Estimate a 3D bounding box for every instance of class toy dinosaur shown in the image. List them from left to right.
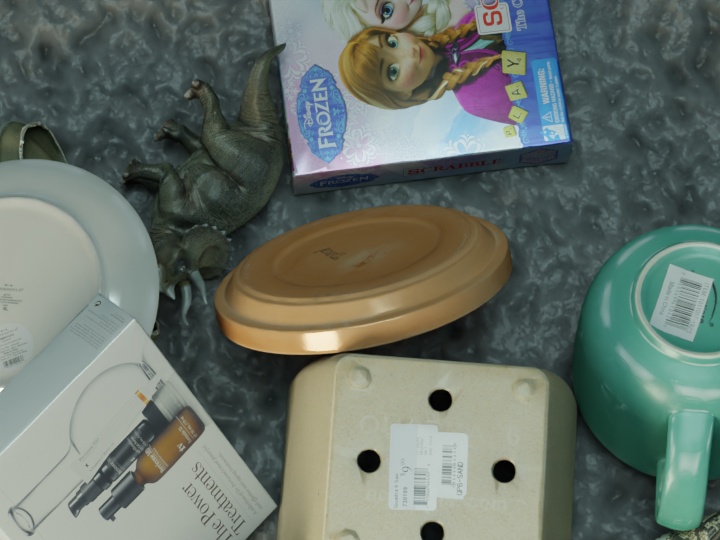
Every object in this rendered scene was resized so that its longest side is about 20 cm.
[{"bbox_3d":[-0.101,-0.064,1.799,0.102,0.077,0.200,37,72,-1],"label":"toy dinosaur"}]

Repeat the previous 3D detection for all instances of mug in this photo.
[{"bbox_3d":[0.225,0.059,1.718,0.151,0.115,0.186,-23,62,-14],"label":"mug"}]

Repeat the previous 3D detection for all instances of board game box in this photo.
[{"bbox_3d":[0.037,-0.163,1.842,0.198,0.041,0.201,-8,72,-4],"label":"board game box"}]

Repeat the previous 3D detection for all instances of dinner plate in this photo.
[{"bbox_3d":[-0.230,0.017,1.703,0.199,0.024,0.201,-4,71,11],"label":"dinner plate"}]

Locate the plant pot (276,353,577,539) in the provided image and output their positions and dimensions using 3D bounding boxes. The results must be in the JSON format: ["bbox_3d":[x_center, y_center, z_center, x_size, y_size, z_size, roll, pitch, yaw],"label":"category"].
[{"bbox_3d":[0.046,0.147,1.670,0.199,0.177,0.201,5,72,-1],"label":"plant pot"}]

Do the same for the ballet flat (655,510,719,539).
[{"bbox_3d":[0.185,0.231,1.708,0.075,0.068,0.201,21,74,22],"label":"ballet flat"}]

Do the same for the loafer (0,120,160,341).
[{"bbox_3d":[-0.187,-0.019,1.762,0.069,0.075,0.201,-31,77,24],"label":"loafer"}]

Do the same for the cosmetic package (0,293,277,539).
[{"bbox_3d":[-0.159,0.137,1.663,0.151,0.200,0.052,-45,41,-12],"label":"cosmetic package"}]

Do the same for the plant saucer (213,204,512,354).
[{"bbox_3d":[0.000,0.000,1.717,0.199,0.200,0.033,-14,110,-6],"label":"plant saucer"}]
